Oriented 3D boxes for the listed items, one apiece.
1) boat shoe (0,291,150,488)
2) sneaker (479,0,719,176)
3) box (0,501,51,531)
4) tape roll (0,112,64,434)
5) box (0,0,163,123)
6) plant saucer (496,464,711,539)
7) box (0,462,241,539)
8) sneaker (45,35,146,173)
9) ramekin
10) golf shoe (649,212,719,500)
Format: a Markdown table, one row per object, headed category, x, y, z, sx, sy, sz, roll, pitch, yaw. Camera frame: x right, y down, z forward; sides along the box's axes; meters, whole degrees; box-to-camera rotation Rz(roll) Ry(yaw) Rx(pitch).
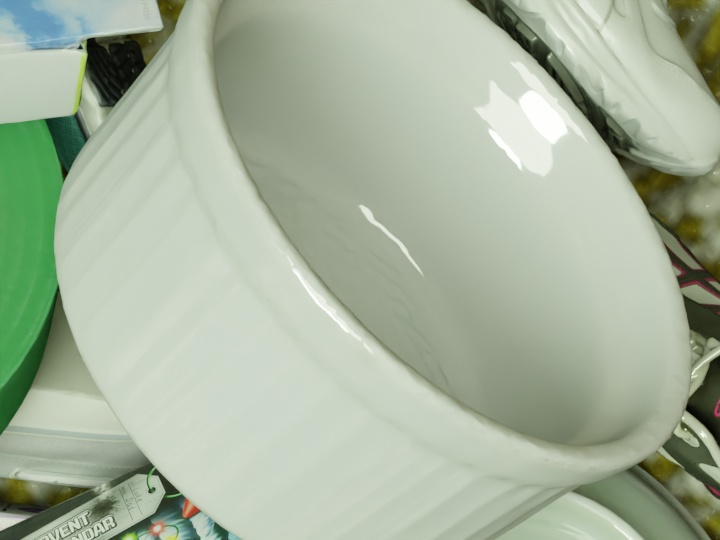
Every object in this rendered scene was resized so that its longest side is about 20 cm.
| category | x | y | z | sx | sy | sz | roll | pitch | yaw |
| --- | --- | --- | --- | --- | --- | --- | --- | --- | --- |
| boat shoe | -0.156 | 0.038 | 0.852 | 0.199 | 0.069 | 0.072 | 5 | 42 | -25 |
| sneaker | 0.079 | -0.127 | 0.888 | 0.099 | 0.078 | 0.200 | -38 | 91 | -8 |
| box | -0.198 | 0.093 | 0.875 | 0.199 | 0.039 | 0.042 | 8 | 89 | -4 |
| tape roll | -0.193 | -0.011 | 0.784 | 0.199 | 0.048 | 0.201 | 6 | 61 | -10 |
| box | -0.172 | -0.101 | 0.783 | 0.199 | 0.048 | 0.122 | -8 | 63 | -16 |
| plant saucer | 0.055 | 0.129 | 0.841 | 0.199 | 0.050 | 0.201 | 9 | 60 | -15 |
| box | -0.108 | 0.146 | 0.797 | 0.199 | 0.137 | 0.040 | -25 | 133 | 3 |
| sneaker | -0.142 | -0.102 | 0.881 | 0.080 | 0.077 | 0.200 | -40 | 83 | 10 |
| ramekin | 0.000 | 0.000 | 0.786 | 0.201 | 0.200 | 0.098 | 49 | 122 | -1 |
| golf shoe | 0.109 | 0.026 | 0.876 | 0.200 | 0.088 | 0.077 | 34 | 87 | 0 |
